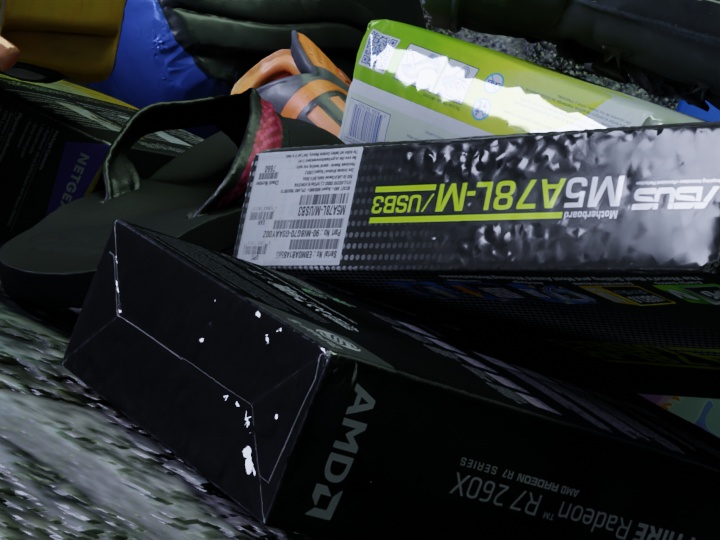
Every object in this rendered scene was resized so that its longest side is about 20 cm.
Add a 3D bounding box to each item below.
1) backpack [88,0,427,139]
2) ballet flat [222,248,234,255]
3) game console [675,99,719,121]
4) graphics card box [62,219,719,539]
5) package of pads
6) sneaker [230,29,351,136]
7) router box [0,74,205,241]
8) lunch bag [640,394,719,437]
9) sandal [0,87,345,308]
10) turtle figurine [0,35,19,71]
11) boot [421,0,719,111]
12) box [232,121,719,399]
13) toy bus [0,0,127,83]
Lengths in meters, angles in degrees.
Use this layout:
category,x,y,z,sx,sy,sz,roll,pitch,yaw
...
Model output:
category,x,y,z,sx,sy,sz,roll,pitch,yaw
backpack,-0.075,-0.114,1.089,0.199,0.167,0.164,9,56,-49
ballet flat,0.000,0.000,0.823,0.069,0.072,0.199,26,7,42
game console,0.250,0.009,1.183,0.200,0.118,0.171,31,-18,51
graphics card box,0.028,0.048,0.598,0.199,0.051,0.125,20,6,-37
package of pads,0.107,-0.040,0.872,0.154,0.069,0.199,25,10,39
sneaker,-0.009,-0.057,1.000,0.112,0.078,0.200,46,-7,11
router box,-0.139,-0.054,0.860,0.156,0.053,0.200,25,6,15
lunch bag,0.125,0.034,0.960,0.159,0.078,0.200,19,8,-26
sandal,-0.059,-0.035,0.731,0.075,0.045,0.200,1,16,22
turtle figurine,-0.188,-0.060,0.655,0.198,0.065,0.161,8,-7,8
boot,0.131,-0.110,0.917,0.198,0.066,0.165,16,15,4
box,0.094,0.004,0.641,0.192,0.048,0.199,22,-14,-41
toy bus,-0.179,-0.117,0.722,0.198,0.066,0.078,11,-7,-7
